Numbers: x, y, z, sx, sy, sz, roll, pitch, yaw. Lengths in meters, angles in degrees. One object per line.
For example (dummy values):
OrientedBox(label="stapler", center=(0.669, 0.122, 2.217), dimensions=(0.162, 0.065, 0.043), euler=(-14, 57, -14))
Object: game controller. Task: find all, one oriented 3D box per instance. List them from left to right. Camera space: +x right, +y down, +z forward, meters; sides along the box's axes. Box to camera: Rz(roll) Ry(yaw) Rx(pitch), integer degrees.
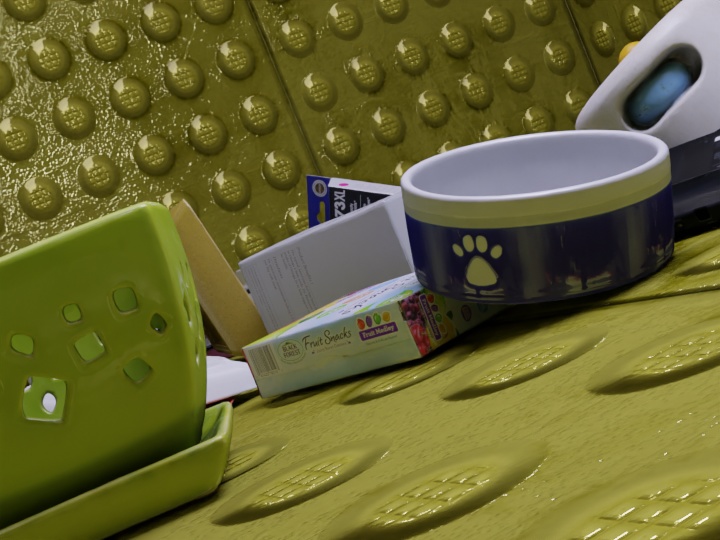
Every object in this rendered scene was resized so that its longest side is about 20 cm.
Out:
OrientedBox(label="game controller", center=(0.297, -0.080, 1.024), dimensions=(0.199, 0.042, 0.104), euler=(-19, 28, 41))

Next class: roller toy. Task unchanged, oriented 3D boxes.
OrientedBox(label="roller toy", center=(0.293, -0.157, 1.178), dimensions=(0.200, 0.140, 0.183), euler=(-42, -8, -27))

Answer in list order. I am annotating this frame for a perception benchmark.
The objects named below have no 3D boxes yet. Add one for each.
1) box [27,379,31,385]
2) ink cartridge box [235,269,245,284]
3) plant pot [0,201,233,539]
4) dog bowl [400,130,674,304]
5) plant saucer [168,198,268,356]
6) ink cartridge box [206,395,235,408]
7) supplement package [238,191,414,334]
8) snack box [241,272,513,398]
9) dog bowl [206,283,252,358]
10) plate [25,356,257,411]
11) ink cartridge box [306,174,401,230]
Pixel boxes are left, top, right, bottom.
OrientedBox(label="box", center=(-0.443, 0.089, 2.100), dimensions=(0.171, 0.200, 0.200), euler=(-22, 4, 25))
OrientedBox(label="ink cartridge box", center=(-0.098, -0.005, 2.263), dimensions=(0.199, 0.084, 0.145), euler=(-24, 4, -29))
OrientedBox(label="plant pot", center=(-0.186, 0.074, 0.836), dimensions=(0.199, 0.182, 0.199), euler=(-23, 3, -4))
OrientedBox(label="dog bowl", center=(0.133, -0.044, 0.966), dimensions=(0.199, 0.079, 0.200), euler=(-9, 16, 3))
OrientedBox(label="plant saucer", center=(-0.173, 0.023, 1.462), dimensions=(0.048, 0.200, 0.200), euler=(-34, 6, -13))
OrientedBox(label="ink cartridge box", center=(-0.212, 0.135, 1.177), dimensions=(0.199, 0.050, 0.162), euler=(-26, 4, 2))
OrientedBox(label="supplement package", center=(0.000, 0.000, 1.296), dimensions=(0.199, 0.117, 0.117), euler=(-20, 5, 37))
OrientedBox(label="snack box", center=(0.017, 0.043, 1.063), dimensions=(0.200, 0.053, 0.142), euler=(-18, 7, 46))
OrientedBox(label="dog bowl", center=(-0.175, 0.070, 1.727), dimensions=(0.199, 0.074, 0.200), euler=(-24, 4, 2))
OrientedBox(label="plate", center=(-0.212, 0.108, 1.180), dimensions=(0.199, 0.033, 0.199), euler=(-4, 7, 44))
OrientedBox(label="ink cartridge box", center=(0.021, -0.042, 1.362), dimensions=(0.199, 0.095, 0.037), euler=(11, 23, 31))
